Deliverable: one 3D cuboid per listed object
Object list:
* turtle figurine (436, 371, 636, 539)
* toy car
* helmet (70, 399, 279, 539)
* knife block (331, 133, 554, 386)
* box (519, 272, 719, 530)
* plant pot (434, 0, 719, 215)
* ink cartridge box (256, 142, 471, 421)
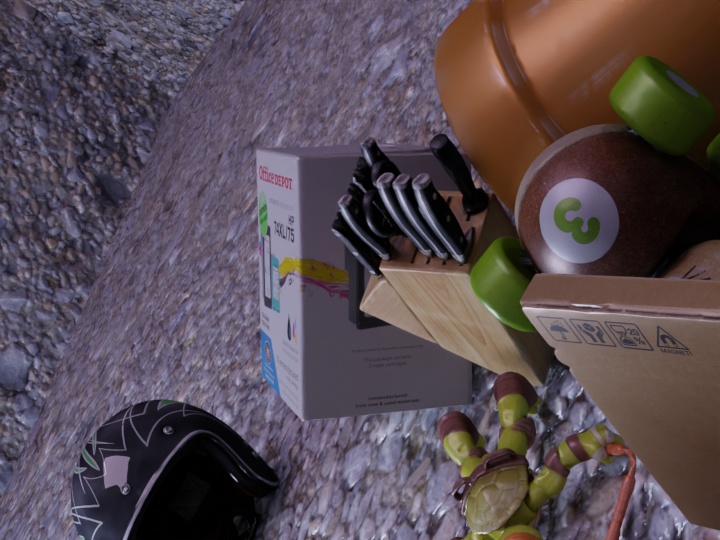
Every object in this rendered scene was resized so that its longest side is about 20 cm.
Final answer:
[{"bbox_3d":[0.086,0.148,0.719,0.201,0.064,0.162,-52,21,21],"label":"turtle figurine"},{"bbox_3d":[0.175,0.019,0.588,0.165,0.156,0.201,-53,32,26],"label":"toy car"},{"bbox_3d":[-0.199,0.225,1.118,0.200,0.189,0.201,-49,21,27],"label":"helmet"},{"bbox_3d":[0.072,-0.009,0.730,0.065,0.198,0.176,-68,7,-25],"label":"knife block"},{"bbox_3d":[0.174,0.065,0.419,0.199,0.164,0.021,2,50,54],"label":"box"},{"bbox_3d":[0.179,-0.138,0.704,0.183,0.199,0.202,-40,27,38],"label":"plant pot"},{"bbox_3d":[0.000,0.000,0.901,0.147,0.144,0.204,-156,64,-71],"label":"ink cartridge box"}]
